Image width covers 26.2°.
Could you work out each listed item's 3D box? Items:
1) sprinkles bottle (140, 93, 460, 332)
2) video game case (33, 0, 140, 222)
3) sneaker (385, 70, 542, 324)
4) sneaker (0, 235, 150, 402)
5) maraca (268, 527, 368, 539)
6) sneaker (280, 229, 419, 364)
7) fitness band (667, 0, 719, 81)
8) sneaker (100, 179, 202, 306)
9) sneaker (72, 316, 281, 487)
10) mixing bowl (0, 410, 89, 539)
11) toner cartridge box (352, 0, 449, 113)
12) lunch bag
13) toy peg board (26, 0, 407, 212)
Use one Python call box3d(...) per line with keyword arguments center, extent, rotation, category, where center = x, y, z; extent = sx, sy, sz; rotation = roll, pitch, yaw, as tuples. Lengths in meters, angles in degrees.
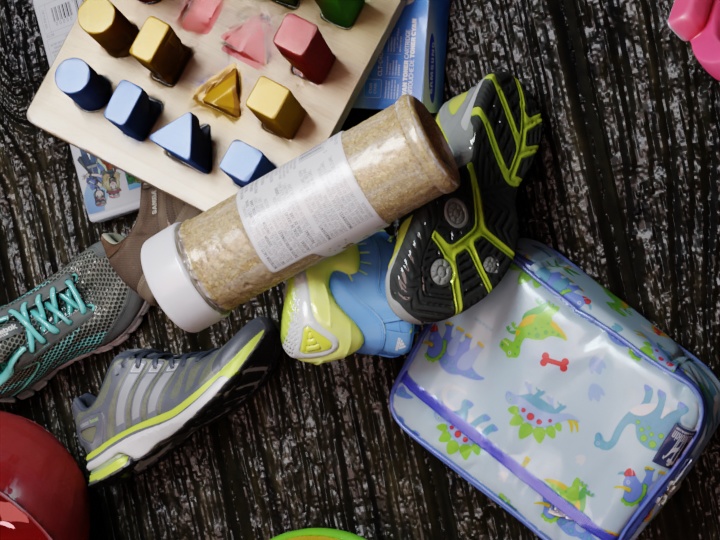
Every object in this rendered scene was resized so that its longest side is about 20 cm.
box3d(center=(-0.038, -0.034, 0.963), extent=(0.200, 0.068, 0.068), rotation=(-28, 83, 14), category="sprinkles bottle")
box3d(center=(-0.141, -0.149, 1.165), extent=(0.200, 0.022, 0.183), rotation=(-15, 89, 23), category="video game case")
box3d(center=(0.060, -0.041, 1.020), extent=(0.075, 0.200, 0.076), rotation=(43, 142, -21), category="sneaker")
box3d(center=(-0.243, 0.046, 1.189), extent=(0.200, 0.091, 0.078), rotation=(-39, 80, 21), category="sneaker")
box3d(center=(-0.047, 0.258, 1.115), extent=(0.200, 0.107, 0.137), rotation=(-17, 86, 24), category="maraca")
box3d(center=(0.000, 0.000, 1.056), extent=(0.105, 0.200, 0.076), rotation=(11, 127, -7), category="sneaker")
box3d(center=(0.258, -0.192, 0.914), extent=(0.037, 0.200, 0.144), rotation=(41, 144, -24), category="fitness band")
box3d(center=(-0.121, -0.072, 1.112), extent=(0.076, 0.070, 0.200), rotation=(39, 103, 19), category="sneaker")
box3d(center=(-0.146, 0.086, 1.163), extent=(0.200, 0.074, 0.081), rotation=(-35, 78, 20), category="sneaker")
box3d(center=(-0.285, 0.181, 1.192), extent=(0.200, 0.108, 0.200), rotation=(12, 130, 15), category="mixing bowl")
box3d(center=(0.014, -0.213, 1.080), extent=(0.095, 0.043, 0.200), rotation=(6, 97, 24), category="toner cartridge box")
box3d(center=(0.129, 0.089, 1.039), extent=(0.200, 0.082, 0.161), rotation=(39, 111, 17), category="lunch bag")
box3d(center=(-0.104, -0.153, 1.017), extent=(0.200, 0.098, 0.199), rotation=(27, 86, 12), category="toy peg board")
